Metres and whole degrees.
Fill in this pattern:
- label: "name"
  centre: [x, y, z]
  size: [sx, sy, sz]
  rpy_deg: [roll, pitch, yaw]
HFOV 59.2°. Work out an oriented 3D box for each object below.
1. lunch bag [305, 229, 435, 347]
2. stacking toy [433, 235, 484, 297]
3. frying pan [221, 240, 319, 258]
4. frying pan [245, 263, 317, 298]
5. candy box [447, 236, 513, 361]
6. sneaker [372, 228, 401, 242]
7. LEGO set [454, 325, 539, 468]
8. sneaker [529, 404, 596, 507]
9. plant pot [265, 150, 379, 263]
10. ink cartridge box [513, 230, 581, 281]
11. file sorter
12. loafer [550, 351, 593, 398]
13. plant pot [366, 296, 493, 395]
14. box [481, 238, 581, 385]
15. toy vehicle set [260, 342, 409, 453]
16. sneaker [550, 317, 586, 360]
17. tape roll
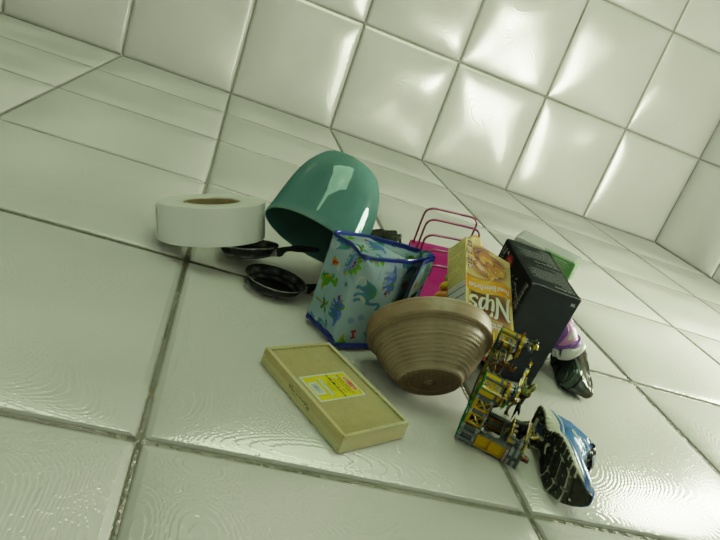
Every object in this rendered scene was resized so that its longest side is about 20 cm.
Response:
- label: "lunch bag"
  centre: [0.030, 0.037, 1.092]
  size: [0.198, 0.172, 0.127]
  rpy_deg: [6, 24, -42]
- label: "stacking toy"
  centre: [0.200, 0.026, 1.225]
  size: [0.115, 0.203, 0.110]
  rpy_deg: [19, -11, -4]
- label: "frying pan"
  centre: [-0.176, -0.042, 1.210]
  size: [0.187, 0.031, 0.115]
  rpy_deg: [4, 11, -8]
- label: "frying pan"
  centre: [-0.128, 0.021, 1.175]
  size: [0.188, 0.031, 0.115]
  rpy_deg: [4, 24, -42]
- label: "candy box"
  centre: [0.210, 0.053, 1.112]
  size: [0.115, 0.055, 0.202]
  rpy_deg: [27, 48, -25]
- label: "sneaker"
  centre: [0.050, -0.062, 1.535]
  size: [0.089, 0.077, 0.200]
  rpy_deg: [10, 6, -6]
- label: "LEGO set"
  centre: [0.228, 0.189, 0.940]
  size: [0.115, 0.155, 0.200]
  rpy_deg: [25, 23, 11]
- label: "sneaker"
  centre: [0.308, 0.268, 0.919]
  size: [0.088, 0.079, 0.200]
  rpy_deg: [18, 19, -2]
- label: "plant pot"
  centre: [-0.055, -0.125, 1.196]
  size: [0.199, 0.162, 0.201]
  rpy_deg: [26, -17, 9]
- label: "ink cartridge box"
  centre: [0.385, 0.034, 1.435]
  size: [0.144, 0.202, 0.087]
  rpy_deg: [29, 24, 19]
- label: "file sorter"
  centre: [0.188, -0.024, 1.372]
  size: [0.137, 0.126, 0.202]
  rpy_deg: [12, 43, -7]
- label: "loafer"
  centre: [0.432, 0.192, 1.291]
  size: [0.063, 0.072, 0.200]
  rpy_deg: [40, 26, -5]
- label: "plant pot"
  centre: [0.107, 0.130, 0.974]
  size: [0.198, 0.201, 0.094]
  rpy_deg: [15, 54, -18]
- label: "box"
  centre: [0.301, 0.076, 1.208]
  size: [0.103, 0.202, 0.183]
  rpy_deg: [17, 25, -12]
- label: "toy vehicle set"
  centre: [-0.039, 0.170, 0.888]
  size: [0.123, 0.027, 0.200]
  rpy_deg: [3, 27, -43]
- label: "sneaker"
  centre: [0.368, 0.112, 1.301]
  size: [0.080, 0.089, 0.199]
  rpy_deg: [-31, 23, -26]
- label: "tape roll"
  centre: [-0.277, -0.096, 1.179]
  size: [0.199, 0.072, 0.203]
  rpy_deg: [2, 14, 0]
